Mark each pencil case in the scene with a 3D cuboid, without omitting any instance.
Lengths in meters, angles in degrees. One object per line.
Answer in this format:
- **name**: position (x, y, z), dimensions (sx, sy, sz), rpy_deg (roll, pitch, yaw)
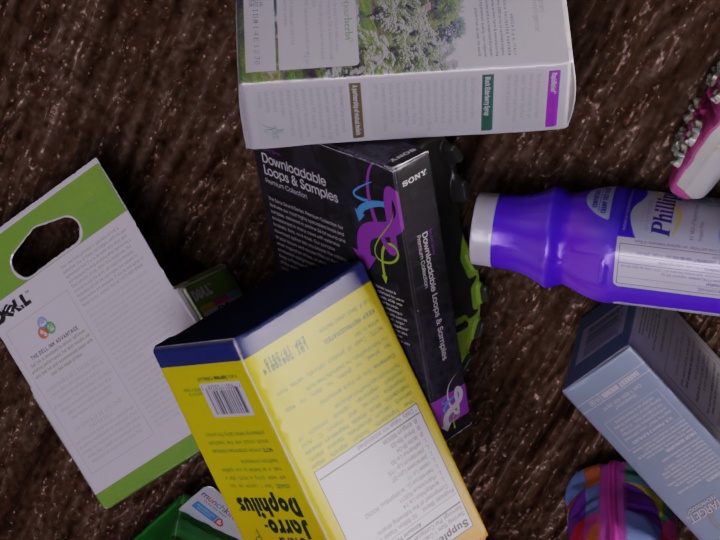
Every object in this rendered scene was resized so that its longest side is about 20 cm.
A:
- **pencil case**: position (0.171, 0.202, 1.447), dimensions (0.088, 0.200, 0.089), rpy_deg (2, 118, 4)

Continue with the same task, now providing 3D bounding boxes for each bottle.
- **bottle**: position (0.170, -0.016, 1.400), dimensions (0.199, 0.084, 0.066), rpy_deg (7, 118, 11)

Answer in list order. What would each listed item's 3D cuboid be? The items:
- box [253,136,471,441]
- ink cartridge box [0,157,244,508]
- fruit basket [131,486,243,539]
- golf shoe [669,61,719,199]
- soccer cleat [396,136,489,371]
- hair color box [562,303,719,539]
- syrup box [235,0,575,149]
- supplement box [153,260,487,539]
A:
- **box**: position (0.000, 0.000, 1.424), dimensions (0.143, 0.036, 0.201), rpy_deg (23, 134, 44)
- **ink cartridge box**: position (-0.159, 0.037, 1.516), dimensions (0.148, 0.076, 0.200), rpy_deg (-33, 88, 27)
- **fruit basket**: position (-0.090, 0.256, 1.619), dimensions (0.200, 0.094, 0.185), rpy_deg (33, 121, -23)
- **golf shoe**: position (0.261, -0.110, 1.336), dimensions (0.091, 0.075, 0.200), rpy_deg (30, 121, -7)
- **soccer cleat**: position (0.033, -0.010, 1.461), dimensions (0.084, 0.065, 0.201), rpy_deg (20, 130, 38)
- **hair color box**: position (0.221, 0.110, 1.444), dimensions (0.061, 0.099, 0.200), rpy_deg (-38, 103, 27)
- **syrup box**: position (0.026, -0.130, 1.337), dimensions (0.199, 0.079, 0.082), rpy_deg (-3, 153, 0)
- **supplement box**: position (-0.026, 0.110, 1.412), dimensions (0.109, 0.109, 0.201), rpy_deg (-9, 109, 57)
